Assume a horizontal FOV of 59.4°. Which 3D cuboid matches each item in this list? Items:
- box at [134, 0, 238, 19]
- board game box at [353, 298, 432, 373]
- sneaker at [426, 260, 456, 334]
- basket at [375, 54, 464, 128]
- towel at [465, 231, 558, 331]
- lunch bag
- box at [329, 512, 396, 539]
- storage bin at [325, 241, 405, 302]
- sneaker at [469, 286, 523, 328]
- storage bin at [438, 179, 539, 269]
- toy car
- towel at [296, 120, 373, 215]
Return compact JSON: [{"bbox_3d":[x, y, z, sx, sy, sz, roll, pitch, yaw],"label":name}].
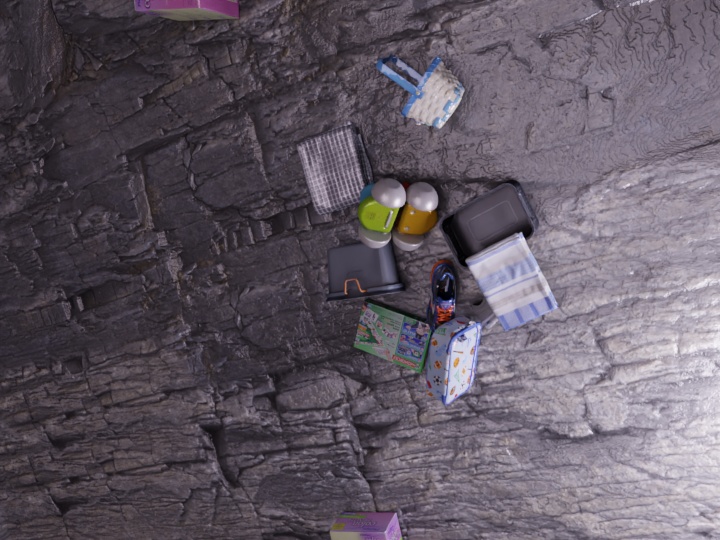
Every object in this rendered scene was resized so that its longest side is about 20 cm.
[{"bbox_3d":[-0.436,-0.696,1.594,0.196,0.176,0.099,6,105,22],"label":"box"},{"bbox_3d":[0.086,0.170,1.654,0.197,0.029,0.137,19,110,18],"label":"board game box"},{"bbox_3d":[0.200,0.081,1.548,0.074,0.079,0.205,-3,102,1],"label":"sneaker"},{"bbox_3d":[0.130,-0.416,1.421,0.199,0.177,0.140,39,118,-2],"label":"basket"},{"bbox_3d":[0.342,0.028,1.429,0.145,0.024,0.202,-26,100,26],"label":"towel"},{"bbox_3d":[0.231,0.211,1.534,0.075,0.159,0.204,23,117,37],"label":"lunch bag"},{"bbox_3d":[0.028,0.799,1.778,0.173,0.096,0.204,-10,99,24],"label":"box"},{"bbox_3d":[0.000,0.000,1.600,0.196,0.145,0.137,-9,89,24],"label":"storage bin"},{"bbox_3d":[0.333,0.044,1.496,0.082,0.075,0.201,38,114,9],"label":"sneaker"},{"bbox_3d":[0.299,-0.107,1.467,0.198,0.094,0.137,-28,90,25],"label":"storage bin"},{"bbox_3d":[0.082,-0.153,1.510,0.196,0.152,0.177,3,134,-18],"label":"toy car"},{"bbox_3d":[-0.062,-0.255,1.589,0.163,0.085,0.204,-15,96,24],"label":"towel"}]
